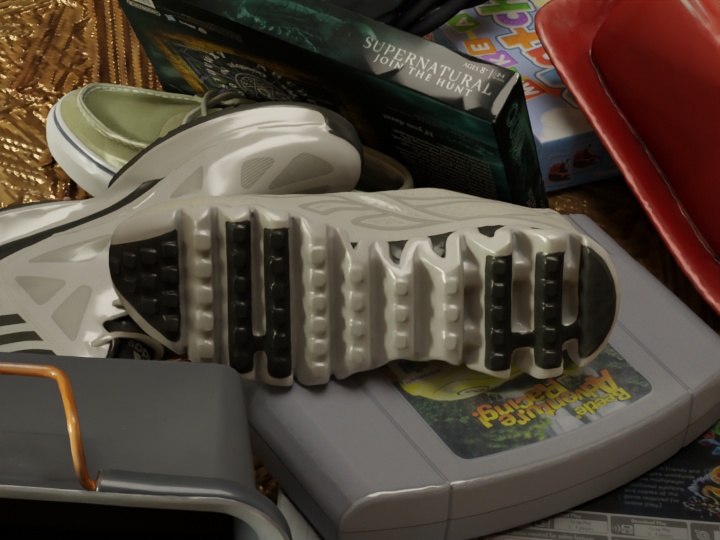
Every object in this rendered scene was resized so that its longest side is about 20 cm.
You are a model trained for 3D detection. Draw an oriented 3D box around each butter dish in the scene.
[{"bbox_3d":[0.216,-0.102,1.059,0.199,0.148,0.200,-18,65,-24],"label":"butter dish"}]

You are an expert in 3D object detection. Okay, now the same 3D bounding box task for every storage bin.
[{"bbox_3d":[-0.124,0.087,0.822,0.200,0.146,0.134,3,28,-4],"label":"storage bin"}]

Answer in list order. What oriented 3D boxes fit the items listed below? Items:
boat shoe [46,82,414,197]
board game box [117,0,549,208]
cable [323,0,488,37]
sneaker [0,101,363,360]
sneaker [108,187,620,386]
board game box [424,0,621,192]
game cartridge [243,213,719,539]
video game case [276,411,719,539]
[{"bbox_3d":[-0.056,-0.053,1.059,0.200,0.062,0.072,21,40,19],"label":"boat shoe"},{"bbox_3d":[-0.013,-0.080,1.046,0.200,0.135,0.028,23,72,19],"label":"board game box"},{"bbox_3d":[0.005,-0.164,1.187,0.200,0.051,0.163,-28,27,0],"label":"cable"},{"bbox_3d":[-0.081,0.011,0.954,0.200,0.076,0.115,-22,50,0],"label":"sneaker"},{"bbox_3d":[0.000,0.000,0.913,0.200,0.075,0.081,4,24,-4],"label":"sneaker"},{"bbox_3d":[0.141,-0.112,1.184,0.200,0.037,0.151,-14,42,-23],"label":"board game box"},{"bbox_3d":[0.052,0.045,0.935,0.200,0.041,0.133,-19,47,-27],"label":"game cartridge"},{"bbox_3d":[0.067,0.095,0.919,0.200,0.023,0.182,5,38,0],"label":"video game case"}]
